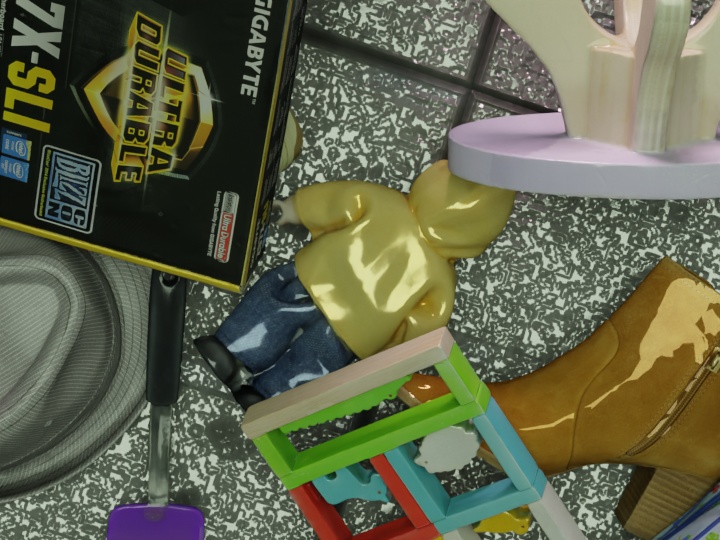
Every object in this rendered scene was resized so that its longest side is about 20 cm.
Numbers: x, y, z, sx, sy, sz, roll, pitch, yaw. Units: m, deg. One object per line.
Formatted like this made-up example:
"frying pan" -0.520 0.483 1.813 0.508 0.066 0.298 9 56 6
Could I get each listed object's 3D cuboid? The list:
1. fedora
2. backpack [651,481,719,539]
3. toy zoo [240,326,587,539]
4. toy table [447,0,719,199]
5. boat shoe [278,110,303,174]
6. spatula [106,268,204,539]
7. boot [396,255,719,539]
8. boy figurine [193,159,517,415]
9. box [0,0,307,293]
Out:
"fedora" -0.205 0.039 1.542 0.199 0.090 0.178 -27 91 -1
"backpack" 0.226 0.181 1.527 0.200 0.154 0.163 -41 107 15
"toy zoo" 0.041 0.133 1.529 0.131 0.021 0.201 -22 114 26
"toy table" 0.149 -0.109 1.516 0.199 0.184 0.118 -2 106 -13
"boat shoe" -0.119 -0.117 1.539 0.200 0.074 0.066 44 57 -5
"spatula" -0.111 0.090 1.563 0.056 0.021 0.202 2 97 -8
"boot" 0.129 0.053 1.552 0.200 0.071 0.145 26 97 -15
"boy figurine" 0.000 0.000 1.560 0.200 0.064 0.124 -41 90 -2
"box" -0.116 -0.100 1.478 0.159 0.049 0.201 17 125 7
